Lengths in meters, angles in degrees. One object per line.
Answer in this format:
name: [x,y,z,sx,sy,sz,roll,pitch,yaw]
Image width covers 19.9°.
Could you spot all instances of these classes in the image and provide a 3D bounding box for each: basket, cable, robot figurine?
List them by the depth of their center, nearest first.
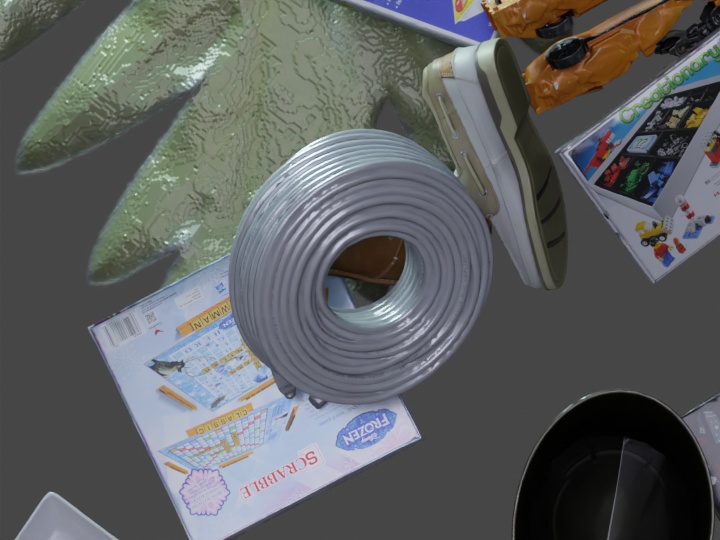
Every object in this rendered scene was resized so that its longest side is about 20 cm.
basket: [0.182,0.180,1.483,0.135,0.200,0.181,9,86,7]
cable: [0.000,0.000,1.506,0.200,0.069,0.200,-35,123,-4]
robot figurine: [0.200,-0.212,1.578,0.199,0.058,0.145,-28,119,-1]

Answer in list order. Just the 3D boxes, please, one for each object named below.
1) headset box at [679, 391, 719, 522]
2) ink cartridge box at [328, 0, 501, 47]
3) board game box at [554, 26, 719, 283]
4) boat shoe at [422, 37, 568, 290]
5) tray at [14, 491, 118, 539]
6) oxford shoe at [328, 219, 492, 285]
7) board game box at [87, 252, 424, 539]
headset box: [0.349,0.129,1.531,0.199,0.075,0.149,-30,80,3]
ink cartridge box: [0.050,-0.293,1.634,0.199,0.047,0.198,21,88,10]
board game box: [0.266,-0.100,1.574,0.200,0.035,0.126,-36,95,2]
boat shoe: [0.105,-0.077,1.573,0.068,0.075,0.201,-11,105,24]
tray: [-0.258,0.285,1.616,0.107,0.022,0.200,35,89,9]
oxford shoe: [0.014,-0.030,1.571,0.199,0.071,0.072,-5,73,-18]
board game box: [-0.081,0.089,1.606,0.199,0.041,0.200,-27,81,3]
